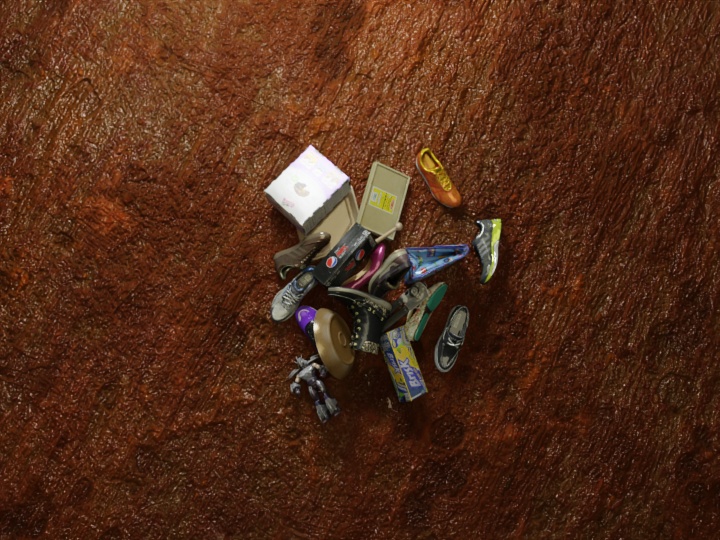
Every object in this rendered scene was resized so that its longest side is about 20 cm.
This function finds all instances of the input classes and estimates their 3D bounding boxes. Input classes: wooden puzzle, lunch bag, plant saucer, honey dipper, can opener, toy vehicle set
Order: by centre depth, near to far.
[{"bbox_3d":[-0.063,0.197,1.503,0.035,0.199,0.205,-21,86,20],"label":"plant saucer"},{"bbox_3d":[0.221,-0.031,1.567,0.194,0.151,0.097,-13,85,-5],"label":"lunch bag"},{"bbox_3d":[0.039,-0.081,1.585,0.198,0.038,0.038,-35,87,13],"label":"honey dipper"},{"bbox_3d":[0.120,0.108,1.590,0.199,0.067,0.054,-40,83,14],"label":"can opener"},{"bbox_3d":[0.067,-0.206,1.613,0.122,0.026,0.205,20,80,-21],"label":"toy vehicle set"},{"bbox_3d":[-0.095,-0.140,1.618,0.195,0.037,0.190,-16,86,-1],"label":"wooden puzzle"}]

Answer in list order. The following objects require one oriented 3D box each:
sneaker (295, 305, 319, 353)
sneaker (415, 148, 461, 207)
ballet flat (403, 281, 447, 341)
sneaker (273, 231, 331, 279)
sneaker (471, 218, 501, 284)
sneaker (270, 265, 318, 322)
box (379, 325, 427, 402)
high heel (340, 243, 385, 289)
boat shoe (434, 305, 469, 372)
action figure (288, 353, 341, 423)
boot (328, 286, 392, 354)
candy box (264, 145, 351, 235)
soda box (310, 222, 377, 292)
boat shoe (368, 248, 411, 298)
[{"bbox_3d":[-0.116,0.184,1.546,0.069,0.100,0.202,-38,90,-2],"label":"sneaker"},{"bbox_3d":[0.234,-0.274,1.631,0.073,0.077,0.201,-39,90,-8],"label":"sneaker"},{"bbox_3d":[0.182,0.111,1.596,0.063,0.076,0.203,25,76,33],"label":"ballet flat"},{"bbox_3d":[-0.161,-0.040,1.558,0.197,0.070,0.077,-25,70,24],"label":"sneaker"},{"bbox_3d":[0.373,-0.059,1.629,0.079,0.074,0.206,8,78,6],"label":"sneaker"},{"bbox_3d":[-0.193,0.062,1.563,0.077,0.085,0.201,38,84,1],"label":"sneaker"},{"bbox_3d":[0.120,0.271,1.563,0.069,0.064,0.205,-17,86,-33],"label":"box"},{"bbox_3d":[0.000,0.000,1.588,0.094,0.067,0.204,25,86,-12],"label":"high heel"},{"bbox_3d":[0.273,0.200,1.589,0.070,0.068,0.205,23,83,-1],"label":"boat shoe"},{"bbox_3d":[-0.129,0.330,1.544,0.129,0.069,0.203,-35,83,18],"label":"action figure"},{"bbox_3d":[-0.013,0.139,1.506,0.199,0.073,0.158,19,80,-23],"label":"boot"},{"bbox_3d":[-0.152,-0.234,1.574,0.167,0.072,0.200,41,77,16],"label":"candy box"},{"bbox_3d":[-0.046,-0.035,1.540,0.200,0.064,0.070,-48,53,-8],"label":"soda box"},{"bbox_3d":[0.082,0.025,1.517,0.070,0.201,0.066,-3,53,-34],"label":"boat shoe"}]
